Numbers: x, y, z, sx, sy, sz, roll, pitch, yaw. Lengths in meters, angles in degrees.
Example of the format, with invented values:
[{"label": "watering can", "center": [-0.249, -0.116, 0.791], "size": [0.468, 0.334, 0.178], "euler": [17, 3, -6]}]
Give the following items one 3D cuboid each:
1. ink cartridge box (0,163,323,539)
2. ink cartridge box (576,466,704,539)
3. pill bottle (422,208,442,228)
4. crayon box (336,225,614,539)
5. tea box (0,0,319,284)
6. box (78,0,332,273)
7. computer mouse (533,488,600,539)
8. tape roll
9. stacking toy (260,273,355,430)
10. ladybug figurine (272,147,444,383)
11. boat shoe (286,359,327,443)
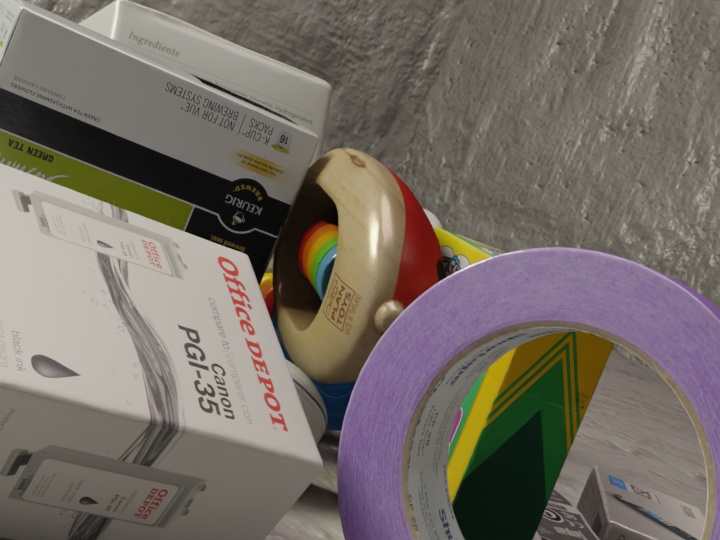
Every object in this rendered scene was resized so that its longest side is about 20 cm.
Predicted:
[{"label": "ink cartridge box", "center": [-0.129, 0.037, 0.579], "size": [0.199, 0.083, 0.147], "euler": [20, 31, -36]}, {"label": "ink cartridge box", "center": [0.246, 0.212, 0.978], "size": [0.175, 0.045, 0.200], "euler": [23, 5, 5]}, {"label": "pill bottle", "center": [0.003, -0.017, 1.179], "size": [0.198, 0.105, 0.104], "euler": [18, 6, -20]}, {"label": "crayon box", "center": [0.061, 0.077, 0.786], "size": [0.058, 0.174, 0.200], "euler": [21, 6, -16]}, {"label": "tea box", "center": [-0.165, -0.042, 0.847], "size": [0.198, 0.198, 0.134], "euler": [22, 6, -26]}, {"label": "box", "center": [-0.162, -0.082, 1.074], "size": [0.199, 0.173, 0.198], "euler": [19, -16, -32]}, {"label": "computer mouse", "center": [0.117, 0.176, 0.783], "size": [0.109, 0.044, 0.200], "euler": [17, 13, -22]}, {"label": "tape roll", "center": [0.092, 0.093, 0.603], "size": [0.199, 0.202, 0.066], "euler": [25, 5, 20]}, {"label": "stacking toy", "center": [-0.083, 0.043, 1.003], "size": [0.199, 0.111, 0.115], "euler": [12, -2, 42]}, {"label": "ladybug figurine", "center": [0.000, 0.000, 0.826], "size": [0.071, 0.137, 0.200], "euler": [13, 17, -19]}, {"label": "boat shoe", "center": [-0.095, 0.077, 0.739], "size": [0.199, 0.074, 0.066], "euler": [18, 25, -35]}]
